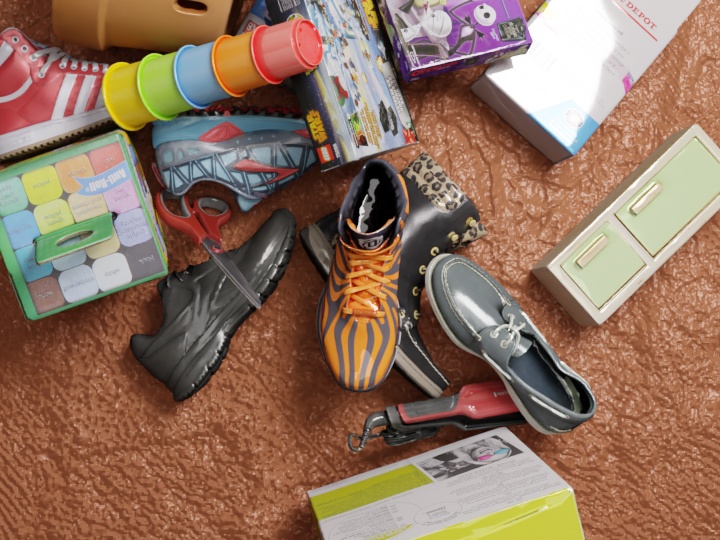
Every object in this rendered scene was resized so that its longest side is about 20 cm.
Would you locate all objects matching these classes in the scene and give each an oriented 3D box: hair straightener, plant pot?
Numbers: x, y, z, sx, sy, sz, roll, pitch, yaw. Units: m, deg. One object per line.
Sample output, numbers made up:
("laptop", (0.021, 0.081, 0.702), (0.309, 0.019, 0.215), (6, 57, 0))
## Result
("hair straightener", (0.073, 0.142, 1.064), (0.199, 0.077, 0.041), (-11, 61, -28))
("plant pot", (-0.166, -0.274, 1.009), (0.139, 0.200, 0.201), (18, 85, -6))

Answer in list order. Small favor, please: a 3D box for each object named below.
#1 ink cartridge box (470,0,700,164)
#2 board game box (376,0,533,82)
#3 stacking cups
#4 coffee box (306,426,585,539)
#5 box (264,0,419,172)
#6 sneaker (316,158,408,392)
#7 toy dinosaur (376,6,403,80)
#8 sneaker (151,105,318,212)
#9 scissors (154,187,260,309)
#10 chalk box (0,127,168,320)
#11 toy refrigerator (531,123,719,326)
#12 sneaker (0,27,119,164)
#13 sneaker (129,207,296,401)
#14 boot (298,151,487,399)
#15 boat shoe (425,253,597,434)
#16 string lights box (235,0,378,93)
("ink cartridge box", (0.215, -0.216, 1.110), (0.115, 0.068, 0.200), (41, 84, -3))
("board game box", (0.066, -0.274, 1.041), (0.119, 0.032, 0.201), (-14, 76, -16))
("stacking cups", (-0.118, -0.162, 0.955), (0.199, 0.060, 0.061), (-8, 87, 30))
("coffee box", (0.080, 0.276, 0.986), (0.199, 0.198, 0.201), (-16, 98, -7))
("box", (-0.021, -0.192, 0.996), (0.040, 0.137, 0.201), (-16, 93, 28))
("sneaker", (0.000, 0.000, 0.987), (0.077, 0.112, 0.202), (2, 80, 1))
("toy dinosaur", (0.058, -0.216, 1.090), (0.199, 0.088, 0.048), (-28, 61, -8))
("sneaker", (-0.093, -0.103, 1.076), (0.198, 0.079, 0.096), (1, 105, -8))
("scissors", (-0.136, -0.021, 1.014), (0.073, 0.200, 0.014), (9, 118, -21))
("chalk box", (-0.237, -0.042, 0.976), (0.124, 0.200, 0.125), (-19, 100, -7))
("toy refrigerator", (0.264, -0.042, 1.104), (0.200, 0.070, 0.076), (-42, 92, -6))
("sneaker", (-0.256, -0.179, 1.057), (0.199, 0.071, 0.113), (-19, 92, -5))
("sneaker", (-0.133, 0.018, 1.059), (0.091, 0.076, 0.200), (36, 82, 3))
("boot", (0.055, 0.003, 1.081), (0.150, 0.073, 0.200), (-38, 85, -7))
("boat shoe", (0.137, 0.061, 1.035), (0.073, 0.062, 0.200), (-42, 98, -26))
("string lights box", (-0.029, -0.266, 1.092), (0.102, 0.059, 0.201), (30, 84, -6))
